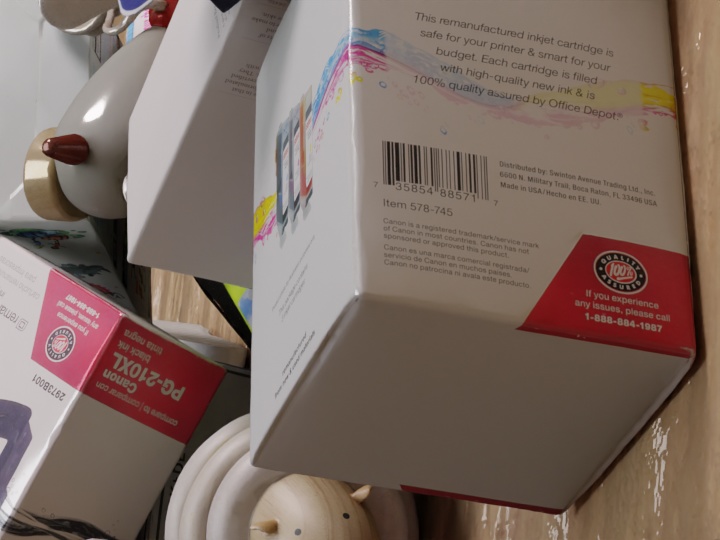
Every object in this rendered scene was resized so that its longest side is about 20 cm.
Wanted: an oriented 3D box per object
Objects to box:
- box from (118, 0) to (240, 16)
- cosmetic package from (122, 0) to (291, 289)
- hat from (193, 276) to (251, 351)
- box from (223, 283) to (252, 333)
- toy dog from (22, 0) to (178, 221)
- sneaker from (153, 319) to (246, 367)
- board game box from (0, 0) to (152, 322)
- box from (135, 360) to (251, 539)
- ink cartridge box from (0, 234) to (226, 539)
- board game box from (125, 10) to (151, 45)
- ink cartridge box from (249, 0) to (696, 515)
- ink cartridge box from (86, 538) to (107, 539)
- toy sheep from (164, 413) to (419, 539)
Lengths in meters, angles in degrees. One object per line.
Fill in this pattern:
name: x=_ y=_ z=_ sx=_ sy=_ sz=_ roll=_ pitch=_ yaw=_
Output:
box: x=-0.027 y=-0.191 z=1.280 sx=0.200 sy=0.032 sz=0.121 roll=-35 pitch=39 yaw=13
cosmetic package: x=-0.044 y=-0.097 z=1.383 sx=0.200 sy=0.084 sz=0.108 roll=116 pitch=158 yaw=-43
hat: x=-0.055 y=-0.011 z=1.633 sx=0.081 sy=0.201 sz=0.201 roll=-40 pitch=17 yaw=-4
box: x=0.000 y=0.000 z=1.438 sx=0.122 sy=0.048 sz=0.200 roll=-47 pitch=20 yaw=3
toy dog: x=-0.123 y=-0.110 z=1.520 sx=0.096 sy=0.131 sz=0.201 roll=35 pitch=-134 yaw=-61
sneaker: x=-0.130 y=0.090 z=1.893 sx=0.200 sy=0.072 sz=0.115 roll=-157 pitch=74 yaw=-74
board game box: x=-0.163 y=-0.059 z=1.683 sx=0.200 sy=0.064 sz=0.148 roll=70 pitch=-162 yaw=-68
box: x=-0.128 y=0.125 z=1.649 sx=0.200 sy=0.060 sz=0.117 roll=-27 pitch=53 yaw=58
ink cartridge box: x=-0.181 y=0.102 z=1.549 sx=0.145 sy=0.084 sz=0.201 roll=28 pitch=88 yaw=50
board game box: x=-0.067 y=-0.144 z=1.663 sx=0.034 sy=0.134 sz=0.200 roll=60 pitch=-170 yaw=-23
ink cartridge box: x=0.041 y=-0.028 z=1.218 sx=0.145 sy=0.144 sz=0.201 roll=122 pitch=154 yaw=-54
ink cartridge box: x=-0.041 y=0.204 z=1.273 sx=0.083 sy=0.199 sz=0.146 roll=138 pitch=139 yaw=-65
toy sheep: x=-0.033 y=0.131 z=1.427 sx=0.200 sy=0.137 sz=0.139 roll=177 pitch=102 yaw=-73
